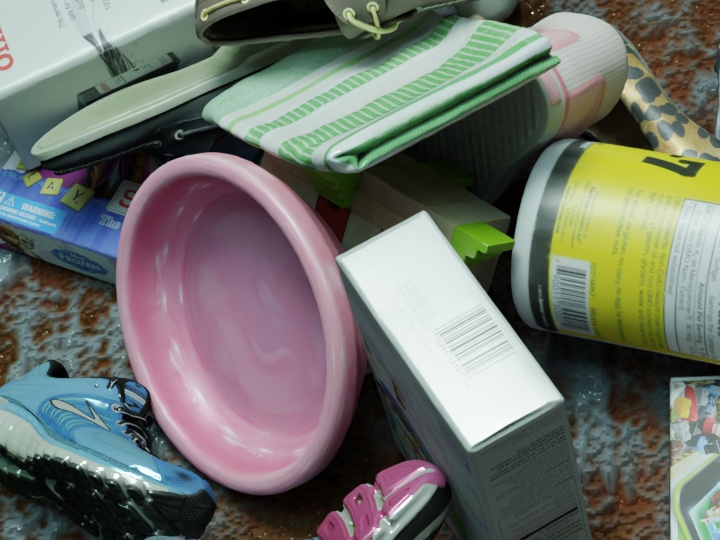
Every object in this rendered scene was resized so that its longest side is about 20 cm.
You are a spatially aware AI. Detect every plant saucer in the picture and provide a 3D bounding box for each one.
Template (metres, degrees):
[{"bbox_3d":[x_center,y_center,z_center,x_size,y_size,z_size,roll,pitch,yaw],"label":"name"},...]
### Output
[{"bbox_3d":[-0.064,0.028,1.268,0.051,0.201,0.200,-18,45,-41],"label":"plant saucer"}]

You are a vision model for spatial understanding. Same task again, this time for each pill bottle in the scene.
[{"bbox_3d":[0.195,-0.005,1.228,0.199,0.114,0.115,11,60,22],"label":"pill bottle"}]

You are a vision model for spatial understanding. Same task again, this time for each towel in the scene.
[{"bbox_3d":[0.007,-0.108,1.240,0.152,0.023,0.200,-30,24,-14],"label":"towel"}]

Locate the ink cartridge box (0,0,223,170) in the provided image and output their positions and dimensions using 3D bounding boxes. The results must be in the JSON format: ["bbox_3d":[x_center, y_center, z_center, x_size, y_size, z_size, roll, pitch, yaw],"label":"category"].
[{"bbox_3d":[-0.161,-0.175,1.424,0.199,0.084,0.145,-24,54,-3],"label":"ink cartridge box"}]

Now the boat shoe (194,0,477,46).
[{"bbox_3d":[-0.007,-0.162,1.269,0.199,0.072,0.060,2,73,25],"label":"boat shoe"}]

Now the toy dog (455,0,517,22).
[{"bbox_3d":[0.016,-0.193,1.380,0.199,0.132,0.097,19,69,-13],"label":"toy dog"}]

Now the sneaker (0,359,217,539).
[{"bbox_3d":[-0.151,0.097,1.279,0.200,0.079,0.090,23,58,41],"label":"sneaker"}]

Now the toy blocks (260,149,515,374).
[{"bbox_3d":[0.000,0.000,1.288,0.200,0.137,0.100,32,27,35],"label":"toy blocks"}]

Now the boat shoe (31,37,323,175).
[{"bbox_3d":[-0.104,-0.092,1.366,0.199,0.066,0.074,-26,21,-13],"label":"boat shoe"}]

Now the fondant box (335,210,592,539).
[{"bbox_3d":[0.060,0.083,1.170,0.058,0.200,0.144,-28,54,-9],"label":"fondant box"}]

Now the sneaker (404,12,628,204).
[{"bbox_3d":[0.090,-0.091,1.322,0.105,0.200,0.075,-33,89,-34],"label":"sneaker"}]

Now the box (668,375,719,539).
[{"bbox_3d":[0.223,0.150,1.184,0.110,0.035,0.201,-4,56,12],"label":"box"}]

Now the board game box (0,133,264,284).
[{"bbox_3d":[-0.117,-0.079,1.425,0.199,0.041,0.200,17,63,24],"label":"board game box"}]

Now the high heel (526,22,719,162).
[{"bbox_3d":[0.143,-0.080,1.340,0.199,0.071,0.143,4,59,13],"label":"high heel"}]

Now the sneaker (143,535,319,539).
[{"bbox_3d":[-0.090,0.187,1.205,0.199,0.096,0.080,-16,55,4],"label":"sneaker"}]

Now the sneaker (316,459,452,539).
[{"bbox_3d":[0.000,0.195,1.162,0.087,0.074,0.200,32,96,-13],"label":"sneaker"}]
